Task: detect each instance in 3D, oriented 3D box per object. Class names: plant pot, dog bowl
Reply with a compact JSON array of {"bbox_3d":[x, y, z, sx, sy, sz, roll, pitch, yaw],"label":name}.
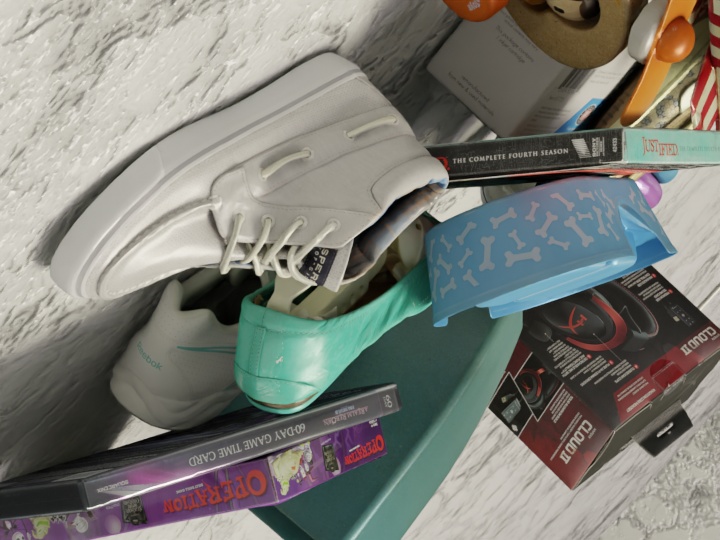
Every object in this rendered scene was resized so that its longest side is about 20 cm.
[{"bbox_3d":[0.004,0.070,1.341,0.200,0.141,0.141,-48,165,-12],"label":"plant pot"},{"bbox_3d":[0.100,-0.013,1.186,0.111,0.050,0.200,-21,173,21],"label":"dog bowl"}]

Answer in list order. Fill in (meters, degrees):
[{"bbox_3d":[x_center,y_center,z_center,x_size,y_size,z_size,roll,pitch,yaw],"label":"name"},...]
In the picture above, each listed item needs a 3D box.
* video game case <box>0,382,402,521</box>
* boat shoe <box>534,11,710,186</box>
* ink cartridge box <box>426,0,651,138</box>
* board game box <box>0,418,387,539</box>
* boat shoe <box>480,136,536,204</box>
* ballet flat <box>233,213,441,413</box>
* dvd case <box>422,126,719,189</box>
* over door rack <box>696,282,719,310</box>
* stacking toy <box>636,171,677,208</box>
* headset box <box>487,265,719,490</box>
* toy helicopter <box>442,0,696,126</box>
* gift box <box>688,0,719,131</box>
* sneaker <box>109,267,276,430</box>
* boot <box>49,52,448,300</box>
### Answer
[{"bbox_3d":[-0.097,0.096,1.147,0.199,0.019,0.143,-14,180,-38],"label":"video game case"},{"bbox_3d":[0.161,-0.069,1.294,0.200,0.063,0.073,-50,-173,20],"label":"boat shoe"},{"bbox_3d":[0.139,-0.165,1.218,0.200,0.068,0.116,-50,164,17],"label":"ink cartridge box"},{"bbox_3d":[-0.098,0.118,1.200,0.199,0.032,0.120,-14,177,31],"label":"board game box"},{"bbox_3d":[0.147,-0.113,1.358,0.202,0.075,0.086,-46,165,-8],"label":"boat shoe"},{"bbox_3d":[0.000,0.000,1.161,0.200,0.067,0.071,-42,143,-48],"label":"ballet flat"},{"bbox_3d":[0.079,-0.057,1.160,0.199,0.022,0.146,-5,180,32],"label":"dvd case"},{"bbox_3d":[0.206,-0.017,1.606,0.200,0.148,0.067,-53,161,27],"label":"over door rack"},{"bbox_3d":[0.219,-0.124,1.513,0.200,0.085,0.085,-50,164,1],"label":"stacking toy"},{"bbox_3d":[0.147,0.046,1.517,0.148,0.200,0.075,-32,159,-41],"label":"headset box"},{"bbox_3d":[0.121,-0.151,1.039,0.079,0.132,0.200,-38,176,-25],"label":"toy helicopter"},{"bbox_3d":[0.285,-0.135,1.186,0.184,0.186,0.200,-43,146,-29],"label":"gift box"},{"bbox_3d":[-0.048,0.023,1.210,0.200,0.070,0.080,-25,149,-48],"label":"sneaker"},{"bbox_3d":[-0.046,-0.025,1.048,0.200,0.096,0.074,-36,162,-30],"label":"boot"}]
